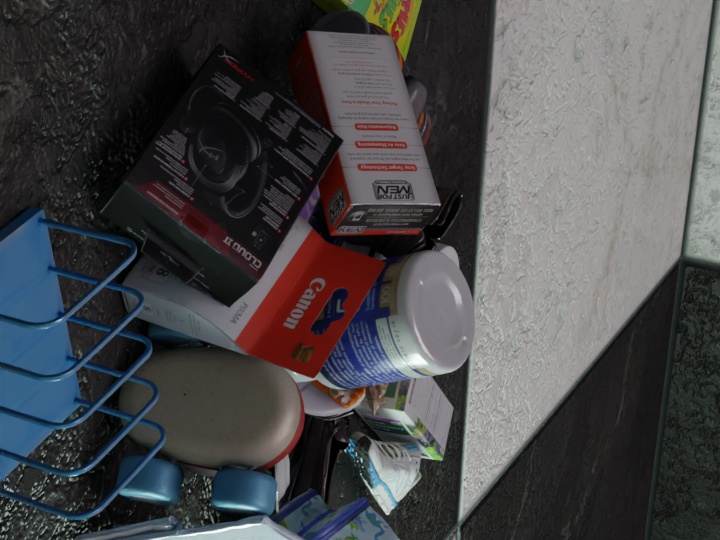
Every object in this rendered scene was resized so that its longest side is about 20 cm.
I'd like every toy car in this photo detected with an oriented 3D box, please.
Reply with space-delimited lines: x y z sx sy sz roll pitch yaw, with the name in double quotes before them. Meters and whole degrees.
"toy car" -0.132 0.151 1.418 0.200 0.175 0.187 70 27 -70

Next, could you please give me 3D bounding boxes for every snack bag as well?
"snack bag" -0.146 0.268 1.400 0.189 0.198 0.022 47 35 -59

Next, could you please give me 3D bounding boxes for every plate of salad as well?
"plate of salad" -0.101 0.159 1.556 0.200 0.047 0.203 179 -90 -87

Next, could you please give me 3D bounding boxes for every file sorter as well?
"file sorter" -0.245 0.079 1.168 0.139 0.121 0.202 -47 142 -47

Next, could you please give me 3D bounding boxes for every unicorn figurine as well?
"unicorn figurine" -0.024 0.064 1.677 0.137 0.073 0.202 -36 108 -63

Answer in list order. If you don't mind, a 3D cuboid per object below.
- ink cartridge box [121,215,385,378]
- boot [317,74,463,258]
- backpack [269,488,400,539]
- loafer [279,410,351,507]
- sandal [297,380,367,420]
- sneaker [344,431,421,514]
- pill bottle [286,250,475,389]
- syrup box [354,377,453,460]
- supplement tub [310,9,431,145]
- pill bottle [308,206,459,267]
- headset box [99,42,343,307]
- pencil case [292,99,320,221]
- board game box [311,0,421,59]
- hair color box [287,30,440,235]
"ink cartridge box" -0.098 0.000 1.352 0.163 0.198 0.057 -57 152 -37
"boot" 0.055 -0.098 1.508 0.202 0.131 0.070 -63 153 -10
"backpack" -0.061 0.333 1.600 0.200 0.148 0.183 -41 172 27
"loafer" -0.038 0.220 1.756 0.202 0.062 0.072 -70 155 -16
"sandal" -0.026 0.139 1.723 0.206 0.079 0.060 -24 151 -52
"sneaker" 0.035 0.245 1.884 0.086 0.075 0.200 -35 153 -5
"pill bottle" 0.003 0.055 1.440 0.119 0.198 0.121 20 64 -49
"syrup box" 0.057 0.179 1.914 0.200 0.078 0.082 54 46 -60
"supplement tub" 0.005 -0.200 1.592 0.108 0.106 0.200 -68 154 -19
"pill bottle" 0.000 0.000 1.565 0.116 0.198 0.117 -41 138 -52
"headset box" -0.127 -0.079 1.304 0.077 0.148 0.201 -36 -159 57
"pencil case" -0.079 -0.080 1.493 0.084 0.085 0.202 35 64 -30
"board game box" 0.009 -0.317 1.612 0.200 0.047 0.103 28 76 -65
"hair color box" 0.001 -0.135 1.419 0.061 0.100 0.202 -52 -135 52
